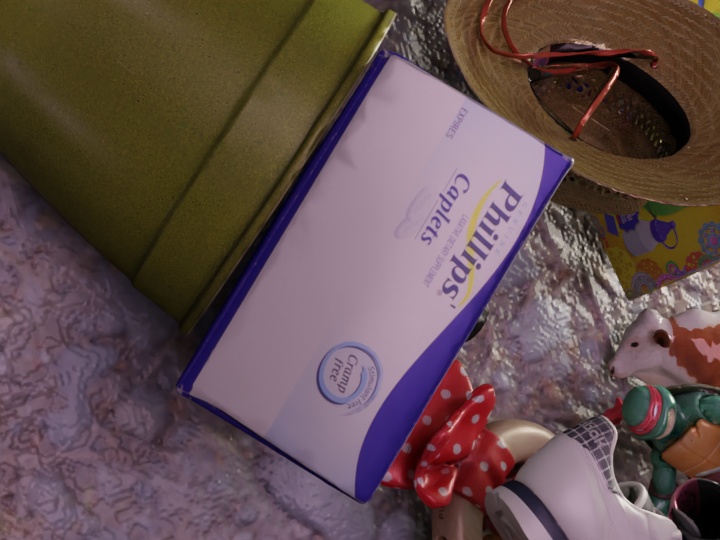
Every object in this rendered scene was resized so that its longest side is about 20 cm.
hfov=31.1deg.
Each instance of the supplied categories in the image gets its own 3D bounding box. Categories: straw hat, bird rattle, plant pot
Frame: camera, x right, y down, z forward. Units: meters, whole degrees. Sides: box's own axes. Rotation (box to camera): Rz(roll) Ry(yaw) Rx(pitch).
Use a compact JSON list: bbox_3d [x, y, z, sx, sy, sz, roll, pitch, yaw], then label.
[{"bbox_3d":[0.130,-0.080,0.714,0.198,0.086,0.203,9,47,-10],"label":"straw hat"},{"bbox_3d":[0.078,0.154,0.794,0.162,0.112,0.203,-4,79,-44],"label":"bird rattle"},{"bbox_3d":[-0.115,-0.104,0.672,0.192,0.200,0.201,34,70,-6],"label":"plant pot"}]

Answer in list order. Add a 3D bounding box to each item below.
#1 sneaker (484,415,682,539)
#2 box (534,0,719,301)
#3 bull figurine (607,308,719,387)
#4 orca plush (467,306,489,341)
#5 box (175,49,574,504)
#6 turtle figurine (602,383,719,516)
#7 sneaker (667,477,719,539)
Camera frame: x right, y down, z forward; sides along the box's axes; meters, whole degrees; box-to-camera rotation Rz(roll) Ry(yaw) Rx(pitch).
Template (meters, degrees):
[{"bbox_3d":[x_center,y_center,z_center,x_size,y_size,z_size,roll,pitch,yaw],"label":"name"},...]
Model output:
[{"bbox_3d":[0.150,0.175,0.708,0.080,0.076,0.201,-39,113,-14],"label":"sneaker"},{"bbox_3d":[0.233,-0.116,0.845,0.191,0.122,0.202,-19,82,-32],"label":"box"},{"bbox_3d":[0.268,0.072,0.898,0.198,0.065,0.123,-12,99,-20],"label":"bull figurine"},{"bbox_3d":[0.071,-0.014,0.806,0.199,0.071,0.106,-37,101,-26],"label":"orca plush"},{"bbox_3d":[0.000,0.000,0.666,0.104,0.200,0.185,31,88,-5],"label":"box"},{"bbox_3d":[0.225,0.120,0.805,0.198,0.150,0.102,23,46,-22],"label":"turtle figurine"},{"bbox_3d":[0.201,0.155,0.739,0.082,0.200,0.070,38,54,2],"label":"sneaker"}]
